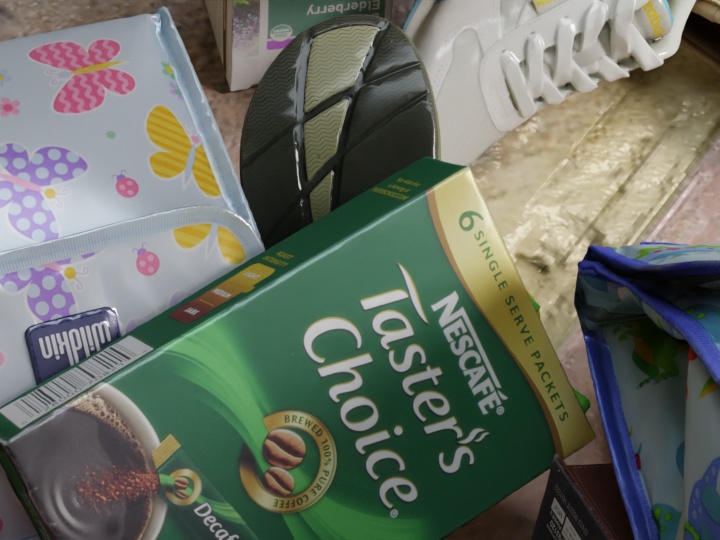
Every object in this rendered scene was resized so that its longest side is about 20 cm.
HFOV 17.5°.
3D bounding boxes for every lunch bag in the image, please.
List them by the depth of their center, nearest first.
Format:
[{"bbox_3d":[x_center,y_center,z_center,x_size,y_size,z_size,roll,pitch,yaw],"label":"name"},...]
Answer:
[{"bbox_3d":[0.177,0.053,0.785,0.169,0.128,0.200,0,34,-14],"label":"lunch bag"},{"bbox_3d":[-0.124,0.012,0.898,0.169,0.127,0.201,-11,61,-17],"label":"lunch bag"}]

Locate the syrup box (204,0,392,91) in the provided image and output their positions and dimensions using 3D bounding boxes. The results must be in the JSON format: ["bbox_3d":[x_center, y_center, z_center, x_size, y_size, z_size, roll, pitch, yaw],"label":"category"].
[{"bbox_3d":[-0.044,-0.184,1.119,0.078,0.082,0.201,-8,48,-11],"label":"syrup box"}]

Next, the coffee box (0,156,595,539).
[{"bbox_3d":[-0.023,0.058,0.847,0.199,0.124,0.044,-30,15,-17],"label":"coffee box"}]

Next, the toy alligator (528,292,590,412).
[{"bbox_3d":[0.011,0.001,0.973,0.199,0.054,0.059,30,49,19],"label":"toy alligator"}]

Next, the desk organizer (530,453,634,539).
[{"bbox_3d":[0.132,0.150,0.808,0.077,0.072,0.200,-2,34,-23],"label":"desk organizer"}]

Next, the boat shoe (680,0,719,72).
[{"bbox_3d":[0.210,-0.079,1.075,0.069,0.074,0.200,-37,59,-7],"label":"boat shoe"}]

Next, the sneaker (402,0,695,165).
[{"bbox_3d":[0.091,-0.114,1.045,0.200,0.077,0.081,-45,48,-15],"label":"sneaker"}]

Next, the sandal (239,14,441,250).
[{"bbox_3d":[-0.001,0.001,0.923,0.079,0.057,0.202,-7,91,5],"label":"sandal"}]
